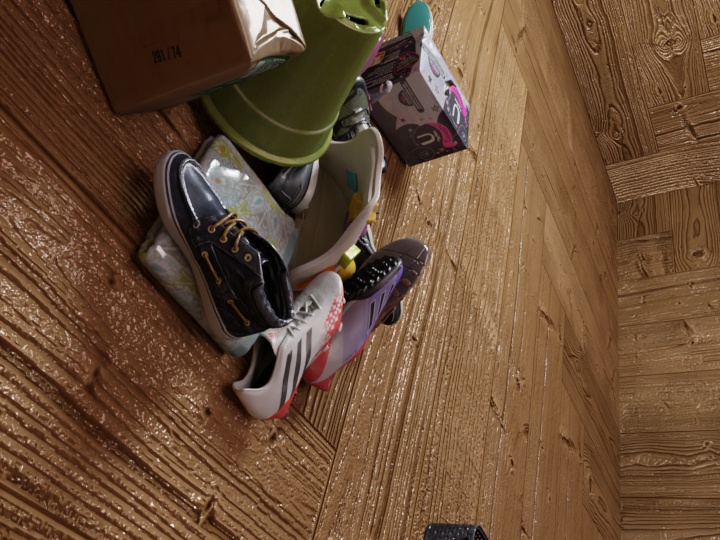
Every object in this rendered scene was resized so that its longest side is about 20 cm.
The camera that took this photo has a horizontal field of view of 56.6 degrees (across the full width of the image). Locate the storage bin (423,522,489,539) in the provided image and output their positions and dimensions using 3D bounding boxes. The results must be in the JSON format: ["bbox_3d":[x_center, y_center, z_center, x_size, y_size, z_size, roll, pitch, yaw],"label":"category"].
[{"bbox_3d":[0.175,0.532,1.114,0.202,0.092,0.137,59,36,-30],"label":"storage bin"}]

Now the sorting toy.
[{"bbox_3d":[-0.019,-0.087,0.859,0.104,0.180,0.205,15,64,-18],"label":"sorting toy"}]

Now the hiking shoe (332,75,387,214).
[{"bbox_3d":[0.004,-0.182,0.956,0.075,0.100,0.204,-32,139,-29],"label":"hiking shoe"}]

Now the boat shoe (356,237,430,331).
[{"bbox_3d":[0.020,0.035,0.941,0.076,0.200,0.072,47,4,15],"label":"boat shoe"}]

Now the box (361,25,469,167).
[{"bbox_3d":[0.101,-0.302,1.192,0.200,0.129,0.118,44,44,-44],"label":"box"}]

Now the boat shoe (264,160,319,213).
[{"bbox_3d":[-0.089,-0.176,0.892,0.061,0.072,0.205,25,57,-34],"label":"boat shoe"}]

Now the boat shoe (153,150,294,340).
[{"bbox_3d":[-0.131,-0.031,0.673,0.071,0.089,0.205,-40,113,-54],"label":"boat shoe"}]

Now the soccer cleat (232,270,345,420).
[{"bbox_3d":[-0.082,0.079,0.796,0.203,0.067,0.085,-61,139,-19],"label":"soccer cleat"}]

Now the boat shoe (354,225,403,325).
[{"bbox_3d":[0.002,-0.001,0.993,0.066,0.073,0.204,-40,115,-53],"label":"boat shoe"}]

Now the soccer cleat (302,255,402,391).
[{"bbox_3d":[-0.008,0.067,0.879,0.200,0.068,0.073,-47,115,-9],"label":"soccer cleat"}]

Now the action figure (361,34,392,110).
[{"bbox_3d":[-0.036,-0.301,1.022,0.132,0.147,0.205,24,79,-33],"label":"action figure"}]

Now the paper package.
[{"bbox_3d":[-0.177,-0.269,0.645,0.103,0.195,0.195,-41,117,-54],"label":"paper package"}]

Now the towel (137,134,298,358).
[{"bbox_3d":[-0.154,-0.032,0.766,0.172,0.047,0.203,52,41,-35],"label":"towel"}]

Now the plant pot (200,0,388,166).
[{"bbox_3d":[-0.067,-0.260,0.773,0.196,0.189,0.205,19,53,-28],"label":"plant pot"}]

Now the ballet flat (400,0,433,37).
[{"bbox_3d":[0.112,-0.436,1.338,0.062,0.065,0.206,73,19,-74],"label":"ballet flat"}]
